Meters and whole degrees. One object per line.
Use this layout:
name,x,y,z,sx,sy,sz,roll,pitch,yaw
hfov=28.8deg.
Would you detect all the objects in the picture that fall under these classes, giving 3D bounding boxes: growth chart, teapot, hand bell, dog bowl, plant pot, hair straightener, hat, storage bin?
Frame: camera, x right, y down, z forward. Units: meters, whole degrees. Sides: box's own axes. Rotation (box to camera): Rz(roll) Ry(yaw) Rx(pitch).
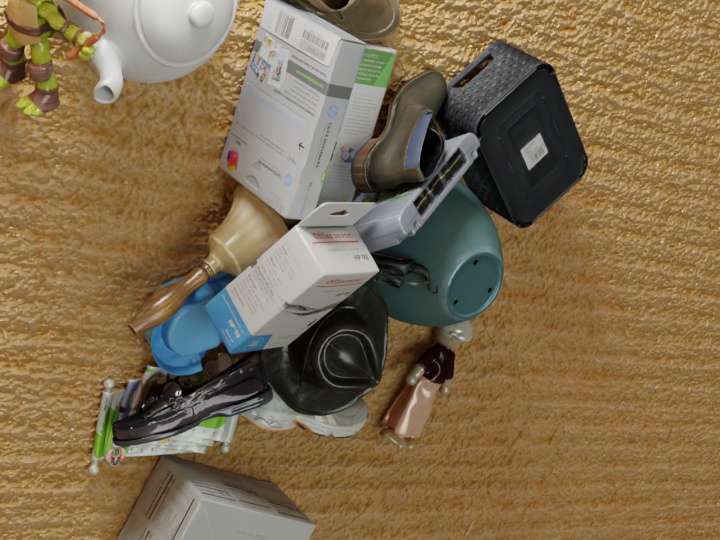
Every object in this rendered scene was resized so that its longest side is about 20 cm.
growth chart,-0.228,0.169,1.685,0.198,0.018,0.147,-4,116,-28
teapot,-0.188,-0.272,1.381,0.196,0.145,0.203,-4,112,-42
hand bell,-0.177,0.006,1.566,0.200,0.104,0.105,-41,133,-20
dog bowl,-0.168,0.048,1.655,0.198,0.049,0.113,-18,124,-29
plant pot,0.105,-0.008,1.781,0.198,0.134,0.203,-19,126,-29
hair straightener,0.000,0.000,1.675,0.197,0.077,0.041,18,117,-6
hat,-0.020,0.101,1.705,0.199,0.081,0.203,-15,116,-33
storage bin,0.193,-0.171,1.787,0.135,0.094,0.201,-42,132,-12

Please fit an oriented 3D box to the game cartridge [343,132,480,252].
game cartridge,0.049,-0.089,1.665,0.041,0.132,0.200,54,46,-15

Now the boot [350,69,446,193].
boot,0.076,-0.165,1.659,0.201,0.096,0.075,-57,130,-30

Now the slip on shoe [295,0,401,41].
slip on shoe,-0.019,-0.307,1.562,0.199,0.060,0.077,27,96,-44

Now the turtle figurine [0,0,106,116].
turtle figurine,-0.322,-0.238,1.327,0.065,0.198,0.162,-55,169,-44

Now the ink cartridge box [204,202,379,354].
ink cartridge box,-0.063,0.009,1.554,0.199,0.067,0.115,-39,162,28

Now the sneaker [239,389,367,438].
sneaker,-0.061,0.156,1.788,0.198,0.075,0.093,8,105,-42

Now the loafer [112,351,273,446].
loafer,-0.201,0.149,1.644,0.198,0.072,0.064,-16,103,-20

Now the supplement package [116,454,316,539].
supplement package,-0.186,0.342,1.765,0.199,0.111,0.157,23,99,-43

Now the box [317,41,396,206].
box,-0.046,-0.174,1.636,0.143,0.036,0.202,3,114,-40

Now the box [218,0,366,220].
box,-0.078,-0.177,1.525,0.041,0.156,0.202,6,110,-39

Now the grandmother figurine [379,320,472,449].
grandmother figurine,0.093,0.144,1.916,0.202,0.060,0.121,-63,161,5
